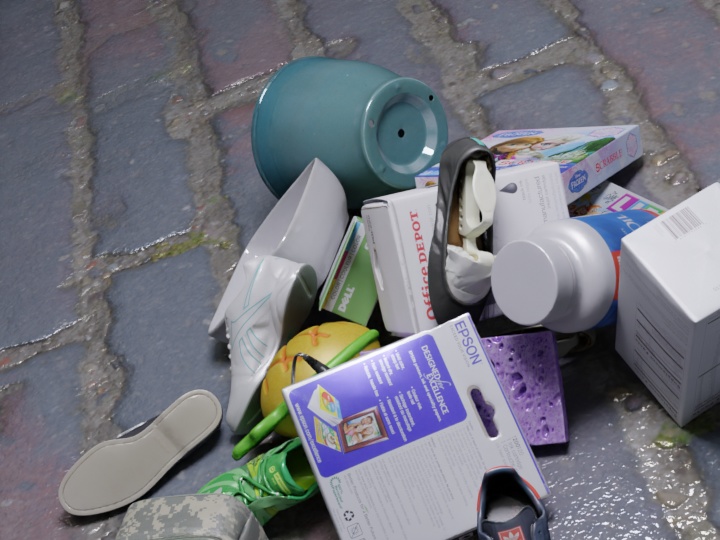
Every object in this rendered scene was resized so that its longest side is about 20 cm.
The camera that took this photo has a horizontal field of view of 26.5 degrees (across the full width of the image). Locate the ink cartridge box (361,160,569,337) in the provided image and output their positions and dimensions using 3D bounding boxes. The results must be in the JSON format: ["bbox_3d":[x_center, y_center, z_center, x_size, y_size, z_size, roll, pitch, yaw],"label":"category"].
[{"bbox_3d":[0.116,-0.023,1.582,0.200,0.146,0.085,-14,5,-18],"label":"ink cartridge box"}]

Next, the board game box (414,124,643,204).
[{"bbox_3d":[0.201,-0.124,1.809,0.200,0.041,0.199,1,21,36],"label":"board game box"}]

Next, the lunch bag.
[{"bbox_3d":[-0.146,0.312,1.317,0.139,0.200,0.168,-8,35,20],"label":"lunch bag"}]

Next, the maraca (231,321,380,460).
[{"bbox_3d":[-0.057,0.129,1.603,0.200,0.137,0.107,-41,82,-12],"label":"maraca"}]

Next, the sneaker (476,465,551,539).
[{"bbox_3d":[0.138,0.257,1.317,0.075,0.085,0.200,-18,47,1],"label":"sneaker"}]

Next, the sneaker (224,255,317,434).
[{"bbox_3d":[-0.111,0.079,1.664,0.080,0.070,0.201,20,94,27],"label":"sneaker"}]

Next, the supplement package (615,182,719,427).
[{"bbox_3d":[0.314,0.036,1.423,0.114,0.200,0.110,-29,58,-12],"label":"supplement package"}]

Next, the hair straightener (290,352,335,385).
[{"bbox_3d":[0.001,0.157,1.497,0.200,0.041,0.077,43,57,9],"label":"hair straightener"}]

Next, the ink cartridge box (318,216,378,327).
[{"bbox_3d":[0.000,0.000,1.677,0.200,0.059,0.104,-102,36,-87],"label":"ink cartridge box"}]

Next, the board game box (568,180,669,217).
[{"bbox_3d":[0.279,-0.030,1.705,0.134,0.034,0.200,-34,35,-18],"label":"board game box"}]

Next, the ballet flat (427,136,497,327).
[{"bbox_3d":[0.103,-0.031,1.496,0.068,0.200,0.068,-1,1,-24],"label":"ballet flat"}]

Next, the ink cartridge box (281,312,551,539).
[{"bbox_3d":[0.052,0.167,1.454,0.200,0.043,0.198,-23,71,-1],"label":"ink cartridge box"}]

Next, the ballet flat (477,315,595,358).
[{"bbox_3d":[0.150,0.079,1.600,0.200,0.067,0.062,-19,43,5],"label":"ballet flat"}]

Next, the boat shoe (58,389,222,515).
[{"bbox_3d":[-0.236,0.203,1.667,0.200,0.073,0.063,-35,-8,-9],"label":"boat shoe"}]

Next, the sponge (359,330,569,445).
[{"bbox_3d":[0.102,0.124,1.523,0.200,0.112,0.030,-7,-2,17],"label":"sponge"}]

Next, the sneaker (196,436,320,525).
[{"bbox_3d":[-0.093,0.212,1.519,0.200,0.084,0.074,-32,77,-14],"label":"sneaker"}]

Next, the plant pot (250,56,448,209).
[{"bbox_3d":[0.001,-0.166,1.873,0.200,0.200,0.188,-42,28,-28],"label":"plant pot"}]

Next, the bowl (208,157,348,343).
[{"bbox_3d":[-0.088,-0.010,1.791,0.200,0.075,0.200,-48,14,37],"label":"bowl"}]

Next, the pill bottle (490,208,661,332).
[{"bbox_3d":[0.223,0.002,1.500,0.200,0.112,0.112,-10,19,-44],"label":"pill bottle"}]
